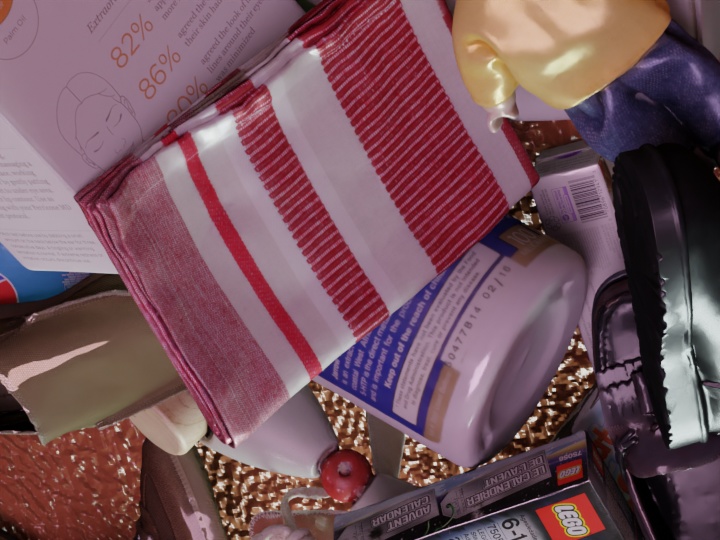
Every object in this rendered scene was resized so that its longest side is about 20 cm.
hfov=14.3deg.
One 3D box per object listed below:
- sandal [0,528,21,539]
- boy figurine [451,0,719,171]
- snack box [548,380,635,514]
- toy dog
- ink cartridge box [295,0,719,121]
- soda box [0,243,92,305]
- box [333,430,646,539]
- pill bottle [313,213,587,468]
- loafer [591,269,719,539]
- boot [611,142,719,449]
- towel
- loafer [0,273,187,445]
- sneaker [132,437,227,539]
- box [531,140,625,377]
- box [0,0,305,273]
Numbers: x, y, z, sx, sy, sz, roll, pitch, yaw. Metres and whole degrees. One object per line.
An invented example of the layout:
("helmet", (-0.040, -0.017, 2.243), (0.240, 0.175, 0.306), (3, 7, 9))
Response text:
("sandal", (-0.165, 0.202, 1.611), (0.199, 0.055, 0.082), (27, 121, -7))
("boy figurine", (0.090, -0.112, 1.282), (0.200, 0.065, 0.124), (43, 119, -10))
("snack box", (0.151, 0.109, 1.445), (0.116, 0.037, 0.200), (32, 119, -4))
("toy dog", (-0.039, 0.095, 1.499), (0.131, 0.096, 0.201), (-27, 76, -12))
("ink cartridge box", (0.066, -0.151, 1.354), (0.199, 0.088, 0.146), (0, 117, 17))
("soda box", (-0.217, 0.000, 1.517), (0.199, 0.068, 0.065), (-3, 118, 16))
("box", (0.089, 0.179, 1.426), (0.136, 0.040, 0.200), (-21, 125, 16))
("pill bottle", (0.000, 0.000, 1.416), (0.199, 0.120, 0.120), (29, 121, 18))
("loafer", (0.159, 0.096, 1.379), (0.071, 0.063, 0.201), (-13, 112, 18))
("boot", (0.201, -0.002, 1.275), (0.161, 0.074, 0.199), (-16, 139, -1))
("towel", (-0.018, -0.034, 1.298), (0.023, 0.200, 0.145), (22, 147, 56))
("loafer", (-0.143, 0.049, 1.427), (0.199, 0.068, 0.076), (-17, 118, 37))
("sneaker", (-0.101, 0.183, 1.557), (0.075, 0.070, 0.201), (-16, 103, -6))
("box", (0.135, 0.030, 1.454), (0.041, 0.039, 0.201), (-13, 112, 21))
("box", (-0.143, -0.119, 1.296), (0.106, 0.153, 0.200), (2, 141, 51))
